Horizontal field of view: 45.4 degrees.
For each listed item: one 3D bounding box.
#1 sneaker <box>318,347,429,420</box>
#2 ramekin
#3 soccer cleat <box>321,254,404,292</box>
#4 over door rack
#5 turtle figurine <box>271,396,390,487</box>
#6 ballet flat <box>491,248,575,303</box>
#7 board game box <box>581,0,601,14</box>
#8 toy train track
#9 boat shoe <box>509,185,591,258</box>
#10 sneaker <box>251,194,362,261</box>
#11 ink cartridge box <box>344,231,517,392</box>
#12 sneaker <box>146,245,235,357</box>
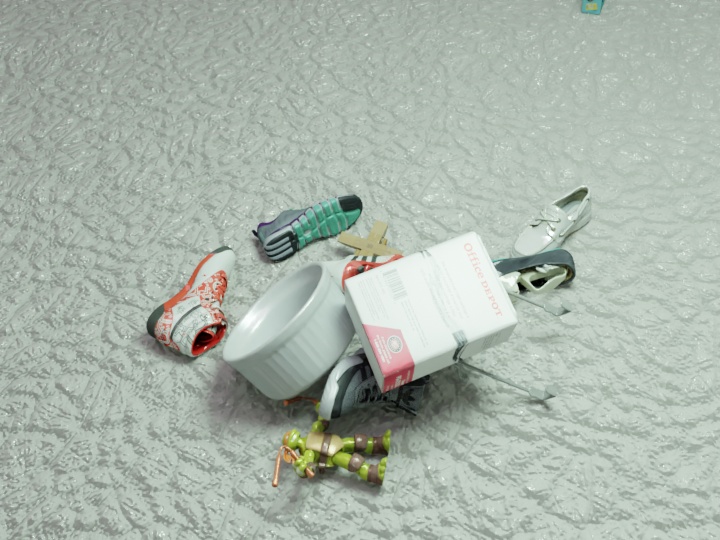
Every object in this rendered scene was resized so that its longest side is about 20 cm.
[{"bbox_3d":[0.027,0.166,1.208,0.112,0.077,0.199,24,27,20],"label":"sneaker"},{"bbox_3d":[-0.098,0.091,1.250,0.199,0.098,0.201,-37,18,14],"label":"ramekin"},{"bbox_3d":[0.014,0.004,1.356,0.084,0.070,0.199,16,11,34],"label":"soccer cleat"},{"bbox_3d":[0.197,0.095,1.258,0.196,0.067,0.150,17,67,-3],"label":"over door rack"},{"bbox_3d":[-0.043,0.248,1.164,0.158,0.066,0.201,11,24,4],"label":"turtle figurine"},{"bbox_3d":[0.256,0.013,1.376,0.196,0.074,0.074,-12,45,-10],"label":"ballet flat"},{"bbox_3d":[0.567,-0.723,2.023,0.046,0.153,0.201,12,47,18],"label":"board game box"},{"bbox_3d":[0.000,0.000,1.442,0.113,0.033,0.202,19,55,13],"label":"toy train track"},{"bbox_3d":[0.324,-0.082,1.462,0.070,0.070,0.199,32,56,30],"label":"boat shoe"},{"bbox_3d":[-0.095,-0.096,1.516,0.198,0.075,0.088,-26,43,-19],"label":"sneaker"},{"bbox_3d":[0.093,0.055,1.171,0.197,0.085,0.147,-20,68,-9],"label":"ink cartridge box"},{"bbox_3d":[-0.240,0.053,1.384,0.107,0.068,0.202,25,56,26],"label":"sneaker"}]
